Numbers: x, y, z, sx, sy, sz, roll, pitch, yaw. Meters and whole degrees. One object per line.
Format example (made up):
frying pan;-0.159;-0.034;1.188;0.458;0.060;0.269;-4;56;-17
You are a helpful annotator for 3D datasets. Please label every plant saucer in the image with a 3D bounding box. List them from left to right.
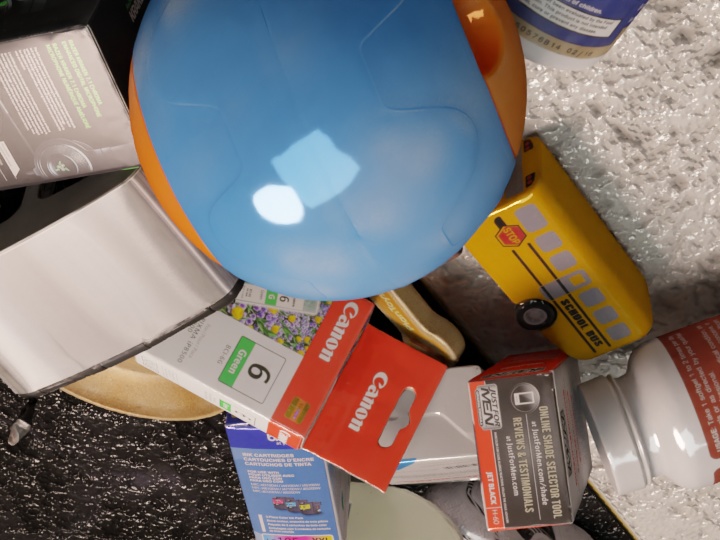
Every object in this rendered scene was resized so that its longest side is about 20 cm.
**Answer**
plant saucer;-0.186;0.055;0.936;0.198;0.036;0.201;9;145;6

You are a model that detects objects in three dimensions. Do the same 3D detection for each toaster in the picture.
toaster;-0.171;-0.026;0.754;0.180;0.201;0.119;-25;127;16

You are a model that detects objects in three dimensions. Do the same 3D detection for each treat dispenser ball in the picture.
treat dispenser ball;-0.016;-0.087;0.591;0.199;0.202;0.202;4;134;4

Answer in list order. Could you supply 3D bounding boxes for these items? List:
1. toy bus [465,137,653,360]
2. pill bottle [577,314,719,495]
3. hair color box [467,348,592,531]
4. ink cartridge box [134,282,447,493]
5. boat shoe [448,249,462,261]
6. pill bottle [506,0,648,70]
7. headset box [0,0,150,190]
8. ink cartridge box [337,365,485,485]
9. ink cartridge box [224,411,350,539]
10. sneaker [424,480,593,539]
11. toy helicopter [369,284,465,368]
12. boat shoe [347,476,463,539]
toy bus;0.123;-0.022;0.821;0.078;0.065;0.200;-25;125;27
pill bottle;0.264;0.089;0.845;0.198;0.113;0.113;-20;130;4
hair color box;0.127;0.115;0.849;0.061;0.200;0.103;-8;88;14
ink cartridge box;-0.045;0.058;0.814;0.199;0.110;0.050;28;161;3
boat shoe;0.016;-0.095;0.726;0.071;0.072;0.202;-9;104;31
pill bottle;0.136;-0.212;0.608;0.110;0.112;0.200;23;132;-14
headset box;-0.194;-0.136;0.681;0.198;0.175;0.093;-9;131;14
ink cartridge box;0.061;0.129;0.938;0.115;0.069;0.200;-7;164;14
ink cartridge box;-0.053;0.112;0.922;0.076;0.137;0.201;-1;133;5
sneaker;0.119;0.263;1.084;0.199;0.076;0.115;28;128;-23
toy helicopter;0.000;0.000;0.847;0.200;0.079;0.132;49;145;-19
boat shoe;0.007;0.216;1.036;0.199;0.071;0.071;15;175;26
